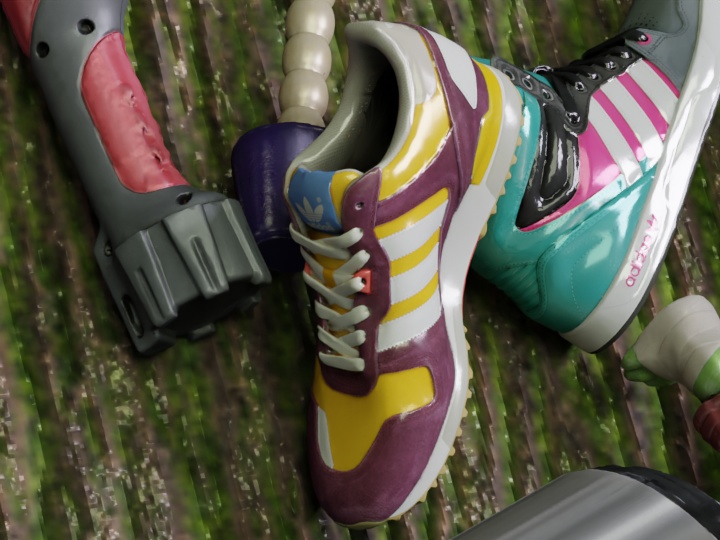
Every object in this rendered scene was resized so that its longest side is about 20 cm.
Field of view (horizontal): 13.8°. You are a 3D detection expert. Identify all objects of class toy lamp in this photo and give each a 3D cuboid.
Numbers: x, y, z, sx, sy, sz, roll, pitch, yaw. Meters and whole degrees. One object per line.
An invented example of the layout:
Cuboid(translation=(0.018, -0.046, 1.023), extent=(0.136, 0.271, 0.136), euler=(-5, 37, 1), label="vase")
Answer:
Cuboid(translation=(-0.024, -0.094, 1.267), extent=(0.058, 0.058, 0.201), euler=(10, 61, -14), label="toy lamp")

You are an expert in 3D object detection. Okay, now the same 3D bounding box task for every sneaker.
Cuboid(translation=(0.000, 0.000, 1.184), extent=(0.090, 0.075, 0.201), euler=(22, 74, -44), label="sneaker")
Cuboid(translation=(0.083, -0.075, 1.283), extent=(0.120, 0.084, 0.201), euler=(28, 60, -16), label="sneaker")

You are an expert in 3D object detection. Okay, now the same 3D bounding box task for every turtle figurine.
Cuboid(translation=(0.190, 0.112, 1.231), extent=(0.143, 0.200, 0.194), euler=(-27, 54, -6), label="turtle figurine")

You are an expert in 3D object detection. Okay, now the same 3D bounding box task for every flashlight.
Cuboid(translation=(-0.096, -0.071, 1.224), extent=(0.068, 0.068, 0.201), euler=(-17, 70, -29), label="flashlight")

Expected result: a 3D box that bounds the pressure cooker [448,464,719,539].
Cuboid(translation=(0.057, 0.181, 1.088), extent=(0.199, 0.179, 0.176), euler=(-28, 79, -29), label="pressure cooker")
